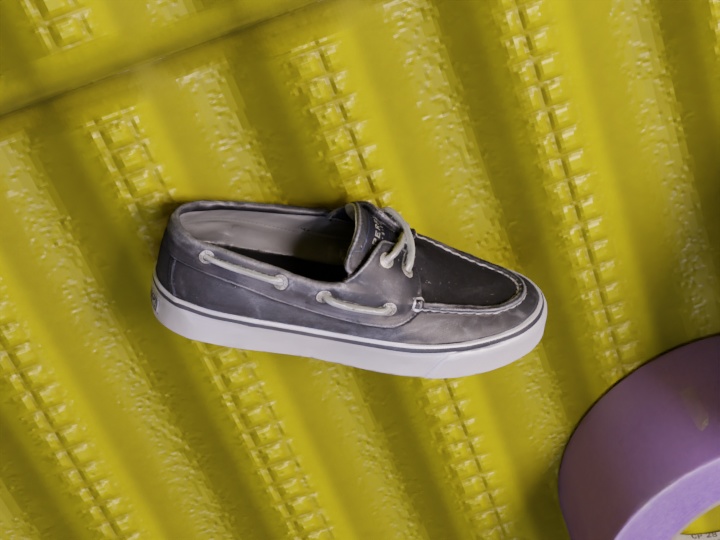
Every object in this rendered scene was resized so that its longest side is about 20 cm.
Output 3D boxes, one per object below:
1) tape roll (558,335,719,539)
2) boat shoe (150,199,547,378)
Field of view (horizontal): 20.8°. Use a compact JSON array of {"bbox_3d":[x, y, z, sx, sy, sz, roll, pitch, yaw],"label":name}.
[{"bbox_3d":[0.216,0.134,1.103,0.198,0.085,0.201,-7,132,-8],"label":"tape roll"},{"bbox_3d":[0.000,0.000,0.950,0.198,0.072,0.068,8,130,-10],"label":"boat shoe"}]
